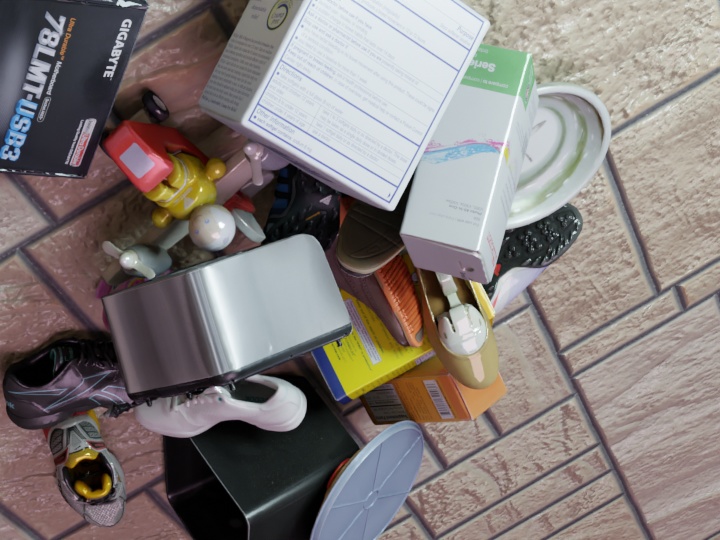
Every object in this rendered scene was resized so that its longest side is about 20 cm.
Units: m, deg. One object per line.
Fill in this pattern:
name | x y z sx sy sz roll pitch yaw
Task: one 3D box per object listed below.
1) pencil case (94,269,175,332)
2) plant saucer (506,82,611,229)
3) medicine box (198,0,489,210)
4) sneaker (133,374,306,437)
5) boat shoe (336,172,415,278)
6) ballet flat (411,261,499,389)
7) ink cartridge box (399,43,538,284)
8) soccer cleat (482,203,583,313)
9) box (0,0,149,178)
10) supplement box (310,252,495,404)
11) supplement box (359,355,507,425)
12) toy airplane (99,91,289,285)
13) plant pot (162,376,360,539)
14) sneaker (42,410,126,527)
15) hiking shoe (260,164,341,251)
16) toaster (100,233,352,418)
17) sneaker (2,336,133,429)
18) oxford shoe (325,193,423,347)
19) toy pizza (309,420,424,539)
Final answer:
pencil case | -0.180 0.049 1.712 0.199 0.088 0.088 17 123 -40
plant saucer | 0.172 -0.132 1.743 0.198 0.050 0.201 -16 139 -14
medicine box | -0.014 -0.187 1.453 0.181 0.103 0.202 28 89 -33
sneaker | -0.163 0.134 1.762 0.197 0.076 0.089 -4 158 15
boat shoe | 0.032 -0.057 1.659 0.071 0.202 0.066 24 142 8
ballet flat | 0.092 0.030 1.703 0.068 0.202 0.063 -22 172 0
ink cartridge box | 0.107 -0.102 1.568 0.086 0.202 0.145 12 170 11
soccer cleat | 0.178 -0.006 1.883 0.200 0.068 0.073 -42 163 11
box | -0.308 -0.175 1.421 0.197 0.050 0.201 4 132 -32
supplement box | 0.039 0.053 1.790 0.198 0.110 0.109 -28 172 -1
supplement box | 0.077 0.133 1.863 0.066 0.199 0.069 -35 105 -31
toy airplane | -0.151 -0.067 1.553 0.197 0.142 0.201 -10 137 -22
plant pot | -0.108 0.241 1.886 0.176 0.200 0.201 -24 142 -25
sneaker | -0.310 0.239 1.837 0.077 0.083 0.201 -22 141 -7
hiking shoe | -0.052 -0.084 1.637 0.074 0.087 0.201 8 140 -20
toaster | -0.140 0.051 1.572 0.199 0.120 0.180 -20 -176 -42
sneaker | -0.284 0.108 1.718 0.198 0.076 0.080 -20 138 -11
oxford shoe | 0.000 0.000 1.712 0.072 0.201 0.071 -28 -175 23
toy pizza | 0.001 0.253 1.849 0.200 0.032 0.201 -41 150 -30
